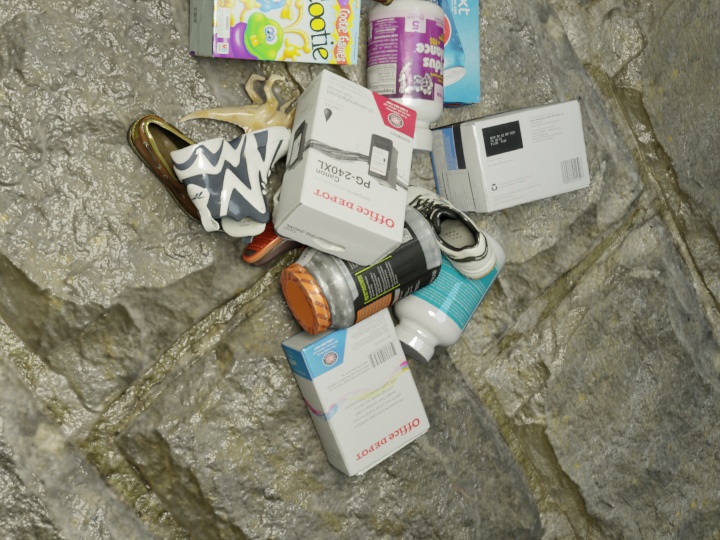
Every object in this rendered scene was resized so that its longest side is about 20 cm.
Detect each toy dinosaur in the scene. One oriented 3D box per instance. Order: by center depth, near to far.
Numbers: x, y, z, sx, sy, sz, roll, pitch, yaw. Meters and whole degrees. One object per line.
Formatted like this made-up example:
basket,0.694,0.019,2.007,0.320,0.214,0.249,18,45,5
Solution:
toy dinosaur,-0.132,-0.209,1.147,0.199,0.058,0.102,15,87,-28

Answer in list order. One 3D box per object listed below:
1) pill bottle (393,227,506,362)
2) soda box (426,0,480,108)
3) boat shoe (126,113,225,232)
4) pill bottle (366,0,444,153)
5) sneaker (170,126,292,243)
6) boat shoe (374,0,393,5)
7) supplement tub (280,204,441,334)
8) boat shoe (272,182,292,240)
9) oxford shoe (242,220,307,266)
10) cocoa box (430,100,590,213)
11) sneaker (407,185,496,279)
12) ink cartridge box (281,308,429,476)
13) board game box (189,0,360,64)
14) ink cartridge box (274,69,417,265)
pill bottle,0.121,0.033,1.265,0.111,0.111,0.201,40,74,-24
soda box,0.132,-0.346,1.276,0.067,0.064,0.202,-4,94,-28
boat shoe,-0.214,-0.117,1.102,0.200,0.068,0.072,41,74,-24
pill bottle,0.063,-0.269,1.216,0.111,0.112,0.202,-1,93,-28
sneaker,-0.141,-0.103,1.068,0.199,0.079,0.131,-29,106,-61
boat shoe,0.004,-0.410,1.145,0.067,0.201,0.072,8,124,-22
supplement tub,0.000,0.000,1.161,0.199,0.122,0.123,-27,105,-24
boat shoe,-0.059,-0.128,1.145,0.200,0.070,0.070,-53,151,-38
oxford shoe,-0.070,-0.052,1.183,0.199,0.071,0.073,-34,114,-22
cocoa box,0.221,-0.170,1.294,0.199,0.131,0.134,-16,101,-26
sneaker,0.110,-0.074,1.207,0.076,0.200,0.088,-48,150,-7
ink cartridge box,-0.005,0.165,1.220,0.144,0.084,0.201,-26,104,-24
board game box,-0.111,-0.325,1.116,0.199,0.103,0.106,-4,107,-28
ink cartridge box,-0.015,-0.126,1.081,0.144,0.083,0.201,20,61,-23
